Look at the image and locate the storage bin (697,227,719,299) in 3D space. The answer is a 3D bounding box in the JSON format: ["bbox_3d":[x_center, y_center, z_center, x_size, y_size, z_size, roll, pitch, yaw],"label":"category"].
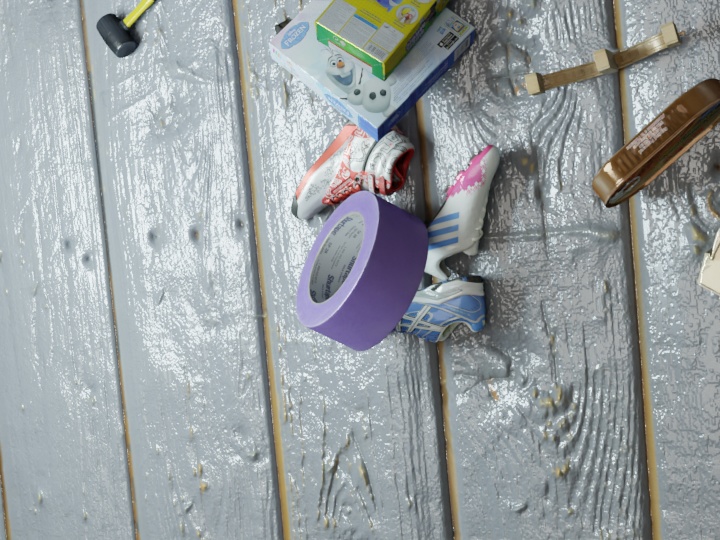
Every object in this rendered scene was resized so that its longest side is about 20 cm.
[{"bbox_3d":[0.499,-0.007,1.195,0.197,0.200,0.095,16,104,23],"label":"storage bin"}]

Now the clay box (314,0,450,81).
[{"bbox_3d":[0.044,-0.357,1.394,0.114,0.048,0.200,34,72,15],"label":"clay box"}]

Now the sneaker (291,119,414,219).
[{"bbox_3d":[-0.009,-0.126,1.494,0.108,0.067,0.202,44,108,18],"label":"sneaker"}]

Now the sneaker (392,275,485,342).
[{"bbox_3d":[0.080,0.065,1.465,0.199,0.076,0.078,-16,84,27],"label":"sneaker"}]

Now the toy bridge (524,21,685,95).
[{"bbox_3d":[0.309,-0.263,1.331,0.199,0.067,0.027,-17,88,24],"label":"toy bridge"}]

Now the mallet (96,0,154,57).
[{"bbox_3d":[-0.322,-0.408,1.633,0.199,0.041,0.066,-34,80,20],"label":"mallet"}]

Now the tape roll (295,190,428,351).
[{"bbox_3d":[0.000,0.000,1.427,0.085,0.200,0.201,26,112,-25],"label":"tape roll"}]

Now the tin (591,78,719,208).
[{"bbox_3d":[0.367,-0.154,1.292,0.200,0.112,0.042,-43,68,21],"label":"tin"}]

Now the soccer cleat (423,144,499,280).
[{"bbox_3d":[0.143,-0.075,1.434,0.086,0.070,0.201,38,115,7],"label":"soccer cleat"}]

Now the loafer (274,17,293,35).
[{"bbox_3d":[-0.028,-0.310,1.492,0.199,0.073,0.072,29,86,12],"label":"loafer"}]

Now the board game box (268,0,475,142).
[{"bbox_3d":[0.016,-0.305,1.424,0.199,0.043,0.200,40,76,16],"label":"board game box"}]
